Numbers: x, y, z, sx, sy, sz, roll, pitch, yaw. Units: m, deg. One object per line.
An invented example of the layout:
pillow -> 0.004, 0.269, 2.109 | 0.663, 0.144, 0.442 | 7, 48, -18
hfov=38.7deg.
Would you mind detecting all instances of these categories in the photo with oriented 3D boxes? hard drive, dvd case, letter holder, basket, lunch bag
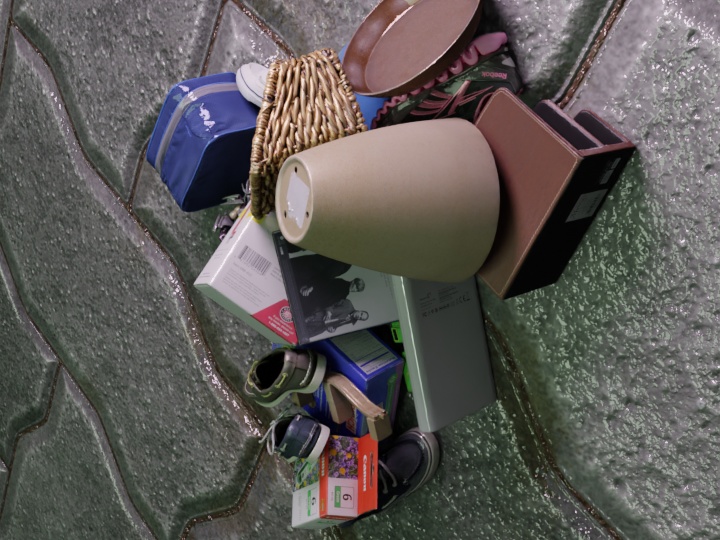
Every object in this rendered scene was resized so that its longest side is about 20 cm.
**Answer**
hard drive -> 0.104, 0.082, 1.262 | 0.026, 0.132, 0.201 | -3, 100, 46
dvd case -> 0.000, 0.000, 1.319 | 0.025, 0.199, 0.151 | -162, 59, -83
letter holder -> 0.184, -0.094, 1.148 | 0.142, 0.100, 0.200 | 47, 132, 29
basket -> -0.088, -0.170, 1.234 | 0.200, 0.149, 0.143 | 110, 138, -77
lunch bag -> -0.230, -0.191, 1.528 | 0.132, 0.136, 0.200 | 54, 136, 20

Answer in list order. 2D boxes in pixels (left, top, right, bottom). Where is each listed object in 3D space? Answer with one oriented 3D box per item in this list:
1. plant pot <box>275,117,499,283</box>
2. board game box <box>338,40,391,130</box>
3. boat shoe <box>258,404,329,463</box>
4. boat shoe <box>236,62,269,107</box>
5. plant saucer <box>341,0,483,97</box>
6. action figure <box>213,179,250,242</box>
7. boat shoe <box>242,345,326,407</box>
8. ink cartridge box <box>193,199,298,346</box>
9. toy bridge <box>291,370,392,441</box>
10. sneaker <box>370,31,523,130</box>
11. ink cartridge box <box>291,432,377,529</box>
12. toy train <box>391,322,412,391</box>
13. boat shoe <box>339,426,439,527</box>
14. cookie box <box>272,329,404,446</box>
plant pot -> 0.017, -0.077, 1.117 | 0.187, 0.199, 0.188 | 3, 94, 61
board game box -> 0.039, -0.209, 1.312 | 0.200, 0.039, 0.158 | 21, 113, 35
boat shoe -> -0.097, 0.229, 1.426 | 0.062, 0.075, 0.200 | 30, 172, -10
boat shoe -> -0.104, -0.249, 1.418 | 0.200, 0.073, 0.067 | 45, 127, 37
plant saucer -> 0.065, -0.272, 1.190 | 0.200, 0.201, 0.034 | 0, 146, 47
action figure -> -0.153, -0.041, 1.539 | 0.130, 0.069, 0.201 | 8, 114, 32
boat shoe -> -0.118, 0.143, 1.417 | 0.202, 0.060, 0.072 | -24, 50, 57
ink cartridge box -> -0.102, -0.022, 1.364 | 0.145, 0.200, 0.083 | 37, 164, -18
toy bridge -> -0.031, 0.170, 1.370 | 0.200, 0.027, 0.067 | 12, 121, 51
sneaker -> 0.102, -0.192, 1.201 | 0.200, 0.079, 0.096 | -30, 96, 28
ink cartridge box -> -0.037, 0.284, 1.396 | 0.200, 0.050, 0.109 | 139, 136, -59
toy train -> 0.064, 0.069, 1.373 | 0.056, 0.042, 0.201 | -8, 96, 58
boat shoe -> 0.031, 0.297, 1.438 | 0.075, 0.093, 0.200 | 52, 134, 22
cookie box -> -0.037, 0.139, 1.453 | 0.200, 0.075, 0.171 | 41, 141, 32
